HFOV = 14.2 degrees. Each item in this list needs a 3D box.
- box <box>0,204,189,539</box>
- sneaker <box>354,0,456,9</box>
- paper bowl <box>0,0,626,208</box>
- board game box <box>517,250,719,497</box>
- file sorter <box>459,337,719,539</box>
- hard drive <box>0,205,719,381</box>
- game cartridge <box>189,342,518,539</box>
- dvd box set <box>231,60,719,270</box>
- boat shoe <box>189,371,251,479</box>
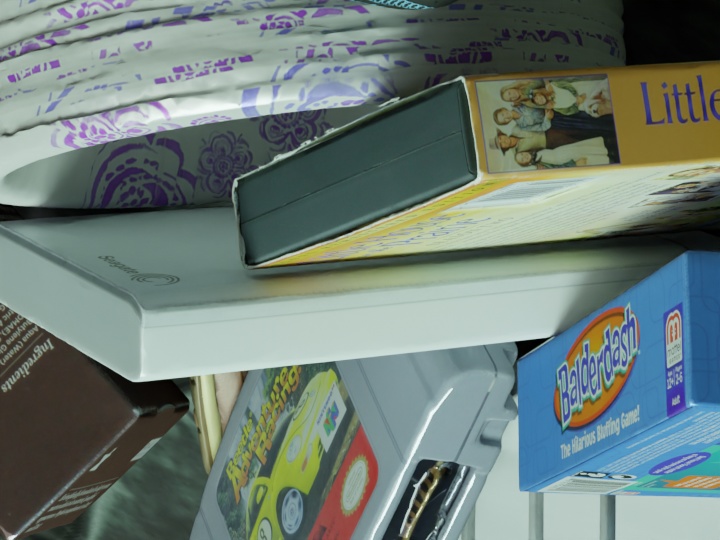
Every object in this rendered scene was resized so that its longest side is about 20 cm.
[{"bbox_3d":[-0.160,0.002,1.071,0.200,0.075,0.100,45,-176,7],"label":"box"},{"bbox_3d":[0.033,-0.159,0.718,0.082,0.201,0.073,27,-170,-33],"label":"sneaker"},{"bbox_3d":[-0.024,-0.083,0.848,0.200,0.200,0.105,-15,80,48],"label":"paper bowl"},{"bbox_3d":[0.161,0.035,0.830,0.199,0.045,0.152,3,167,-14],"label":"board game box"},{"bbox_3d":[0.090,0.115,0.996,0.138,0.125,0.200,14,153,-24],"label":"file sorter"},{"bbox_3d":[0.000,0.000,0.894,0.132,0.199,0.027,23,115,61],"label":"hard drive"},{"bbox_3d":[-0.010,0.076,1.025,0.041,0.133,0.201,12,119,-22],"label":"game cartridge"},{"bbox_3d":[0.082,-0.031,0.805,0.146,0.199,0.030,-20,76,63],"label":"dvd box set"},{"bbox_3d":[-0.023,0.073,1.140,0.067,0.072,0.201,-13,125,5],"label":"boat shoe"}]
